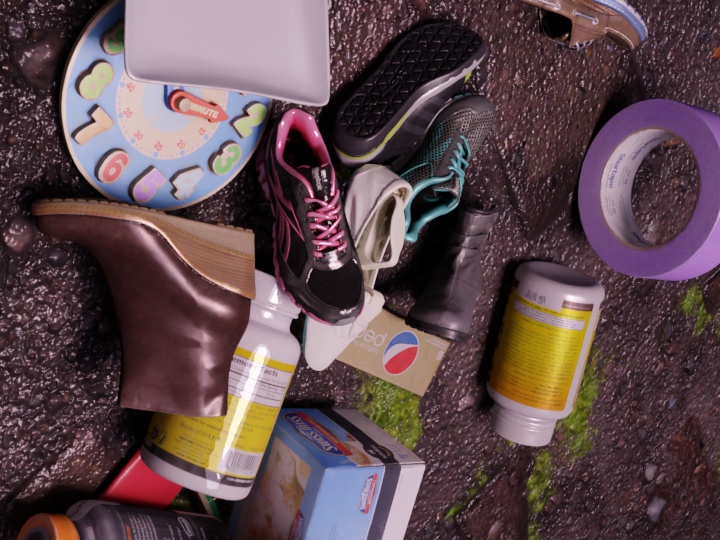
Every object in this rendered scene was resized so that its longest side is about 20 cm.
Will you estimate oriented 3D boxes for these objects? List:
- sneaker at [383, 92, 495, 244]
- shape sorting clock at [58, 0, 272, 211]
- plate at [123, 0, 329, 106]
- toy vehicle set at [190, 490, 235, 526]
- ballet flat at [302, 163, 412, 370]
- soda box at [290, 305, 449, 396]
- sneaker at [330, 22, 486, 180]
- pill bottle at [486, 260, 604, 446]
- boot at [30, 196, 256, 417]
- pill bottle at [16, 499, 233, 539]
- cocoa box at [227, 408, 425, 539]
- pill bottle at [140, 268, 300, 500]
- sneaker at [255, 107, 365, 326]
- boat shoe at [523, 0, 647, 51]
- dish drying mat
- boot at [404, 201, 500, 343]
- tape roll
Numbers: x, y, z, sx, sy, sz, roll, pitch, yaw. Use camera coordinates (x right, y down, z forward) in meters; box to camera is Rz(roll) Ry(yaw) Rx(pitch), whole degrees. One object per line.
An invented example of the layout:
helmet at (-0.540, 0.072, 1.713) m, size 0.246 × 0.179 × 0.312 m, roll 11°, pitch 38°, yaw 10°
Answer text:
sneaker at (0.079, -0.096, 1.156) m, size 0.200 × 0.091 × 0.078 m, roll -46°, pitch 133°, yaw -14°
shape sorting clock at (-0.158, -0.145, 0.966) m, size 0.198 × 0.039 × 0.203 m, roll -18°, pitch 120°, yaw -34°
plate at (-0.111, -0.241, 0.929) m, size 0.197 × 0.032 × 0.204 m, roll 1°, pitch 87°, yaw -40°
toy vehicle set at (-0.100, 0.257, 1.213) m, size 0.123 × 0.026 × 0.202 m, roll -35°, pitch 128°, yaw -23°
ballet flat at (0.000, 0.000, 1.066) m, size 0.069 × 0.069 × 0.203 m, roll 20°, pitch 85°, yaw -44°
soda box at (0.002, 0.064, 1.184) m, size 0.199 × 0.064 × 0.068 m, roll 28°, pitch 91°, yaw -45°
sneaker at (0.042, -0.165, 1.125) m, size 0.199 × 0.072 × 0.083 m, roll -40°, pitch 154°, yaw -18°
pill bottle at (0.213, 0.099, 1.349) m, size 0.108 × 0.109 × 0.203 m, roll 0°, pitch 110°, yaw -40°
boot at (-0.186, 0.032, 0.952) m, size 0.197 × 0.072 × 0.170 m, roll 12°, pitch 92°, yaw -19°
pill bottle at (-0.215, 0.267, 1.040) m, size 0.199 × 0.106 × 0.108 m, roll 22°, pitch 96°, yaw -46°
cocoa box at (-0.045, 0.256, 1.147) m, size 0.130 × 0.133 × 0.203 m, roll 6°, pitch 106°, yaw -38°
pill bottle at (-0.120, 0.098, 1.057) m, size 0.110 × 0.110 × 0.203 m, roll 23°, pitch 88°, yaw -44°
sneaker at (-0.042, -0.052, 1.003) m, size 0.078 × 0.203 × 0.096 m, roll -14°, pitch 163°, yaw -20°
boat shoe at (0.226, -0.277, 1.219) m, size 0.198 × 0.072 × 0.073 m, roll 25°, pitch 98°, yaw -34°
dish drying mat at (-0.247, 0.256, 1.095) m, size 0.201 × 0.018 × 0.077 m, roll -52°, pitch 134°, yaw -10°
boot at (0.100, -0.006, 1.187) m, size 0.200 × 0.069 × 0.134 m, roll -60°, pitch 167°, yaw -77°
tape roll at (0.347, -0.091, 1.310) m, size 0.065 × 0.199 × 0.203 m, roll 3°, pitch 108°, yaw -41°
